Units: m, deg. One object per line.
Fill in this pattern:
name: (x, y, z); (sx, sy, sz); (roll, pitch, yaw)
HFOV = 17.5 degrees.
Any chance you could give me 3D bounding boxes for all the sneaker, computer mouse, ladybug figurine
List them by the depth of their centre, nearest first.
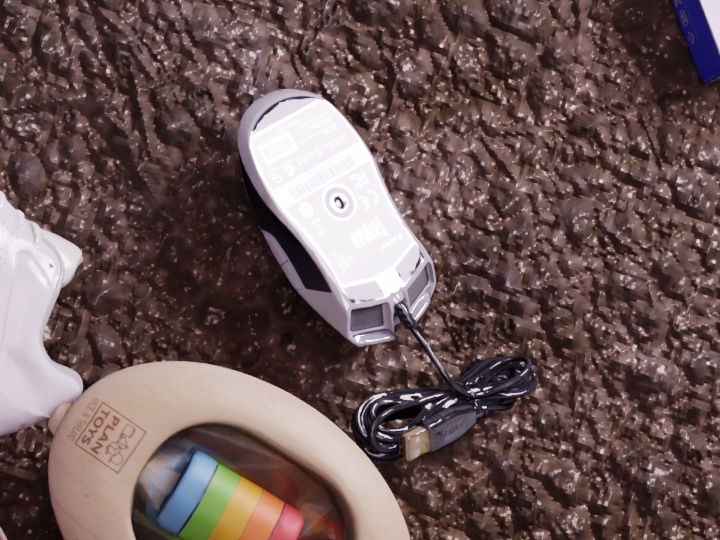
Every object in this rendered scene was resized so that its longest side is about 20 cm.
sneaker: (-0.191, -0.013, 1.152); (0.099, 0.078, 0.201); (-17, 95, -19)
ladybug figurine: (-0.067, 0.122, 1.153); (0.199, 0.072, 0.136); (36, 81, -5)
computer mouse: (0.000, 0.000, 1.188); (0.109, 0.044, 0.201); (-29, 86, -32)

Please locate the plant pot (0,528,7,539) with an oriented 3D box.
plant pot: (-0.249, 0.145, 1.023); (0.178, 0.200, 0.201); (-30, 90, -16)

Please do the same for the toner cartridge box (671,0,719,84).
toner cartridge box: (0.195, -0.211, 1.247); (0.094, 0.043, 0.201); (-21, 89, -10)
